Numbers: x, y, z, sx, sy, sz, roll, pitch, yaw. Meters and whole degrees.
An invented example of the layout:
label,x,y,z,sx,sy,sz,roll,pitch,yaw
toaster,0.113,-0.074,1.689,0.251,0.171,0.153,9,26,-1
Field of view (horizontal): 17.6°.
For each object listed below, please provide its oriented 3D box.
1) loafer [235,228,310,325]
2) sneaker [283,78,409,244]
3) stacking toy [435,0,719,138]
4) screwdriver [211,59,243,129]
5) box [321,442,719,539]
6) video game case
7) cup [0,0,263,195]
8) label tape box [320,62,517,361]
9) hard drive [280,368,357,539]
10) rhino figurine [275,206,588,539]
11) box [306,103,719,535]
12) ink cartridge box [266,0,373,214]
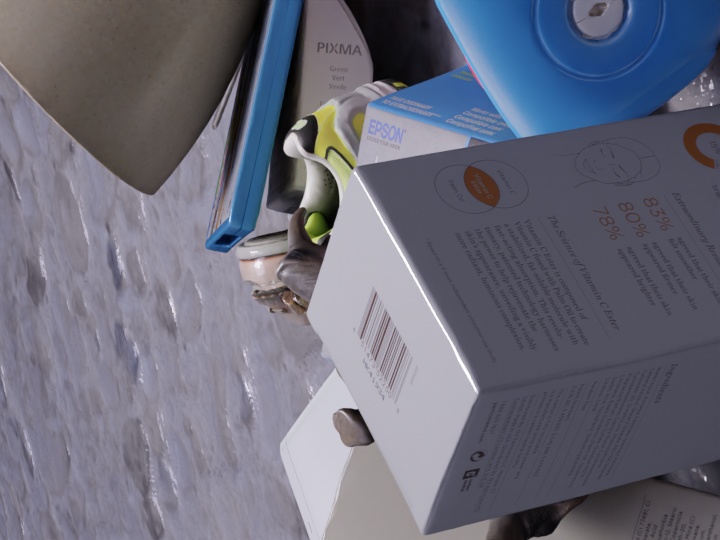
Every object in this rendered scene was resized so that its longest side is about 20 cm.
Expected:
label,x,y,z,sx,sy,sz,roll,pitch,yaw
loafer,-0.024,0.004,1.373,0.200,0.071,0.063,-24,-76,-80
sneaker,0.000,0.000,1.249,0.075,0.076,0.201,22,123,61
stacking toy,0.077,-0.132,1.088,0.110,0.116,0.200,56,174,-19
screwdriver,-0.073,-0.150,1.550,0.200,0.029,0.028,111,140,-59
box,0.088,0.129,1.079,0.083,0.199,0.068,-70,-23,-12
video game case,-0.063,-0.087,1.354,0.200,0.018,0.144,159,123,-82
cup,-0.134,-0.164,1.329,0.200,0.143,0.200,48,-175,-6
label tape box,0.057,-0.035,1.142,0.144,0.063,0.201,22,104,55
hard drive,0.001,0.137,1.517,0.133,0.027,0.200,70,156,18
rhino figurine,0.028,0.044,1.049,0.200,0.087,0.060,51,145,24
box,0.097,0.016,0.988,0.125,0.199,0.098,61,150,33
ink cartridge box,-0.022,-0.138,1.377,0.161,0.050,0.201,161,115,-82
